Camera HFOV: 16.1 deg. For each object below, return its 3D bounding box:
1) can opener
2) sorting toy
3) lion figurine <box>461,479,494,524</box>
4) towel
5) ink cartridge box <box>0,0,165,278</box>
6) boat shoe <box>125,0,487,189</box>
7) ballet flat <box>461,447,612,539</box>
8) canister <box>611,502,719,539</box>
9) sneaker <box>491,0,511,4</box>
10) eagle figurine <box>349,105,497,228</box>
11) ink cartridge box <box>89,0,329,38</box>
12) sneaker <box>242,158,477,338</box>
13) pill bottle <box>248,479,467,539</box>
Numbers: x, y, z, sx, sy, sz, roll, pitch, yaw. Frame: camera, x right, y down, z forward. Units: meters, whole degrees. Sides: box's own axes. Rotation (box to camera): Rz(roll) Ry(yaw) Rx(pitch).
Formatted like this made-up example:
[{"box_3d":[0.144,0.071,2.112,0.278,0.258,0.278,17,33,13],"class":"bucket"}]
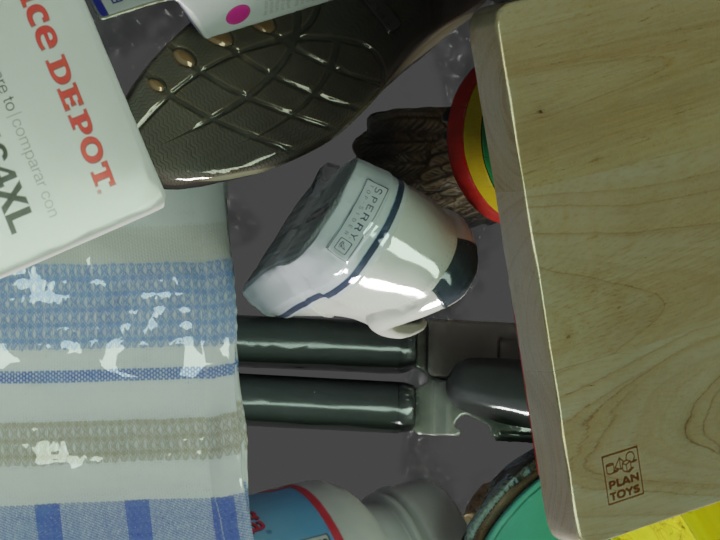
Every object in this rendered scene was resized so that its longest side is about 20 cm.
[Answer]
[{"box_3d":[0.010,0.043,1.121,0.199,0.066,0.053,2,75,-2],"class":"can opener"},{"box_3d":[0.126,-0.018,0.993,0.199,0.069,0.200,-14,99,-32],"class":"sorting toy"},{"box_3d":[0.148,0.135,1.244,0.199,0.073,0.123,-16,117,-11],"class":"lion figurine"},{"box_3d":[-0.116,0.037,1.061,0.146,0.024,0.201,-1,80,-23],"class":"towel"},{"box_3d":[-0.196,-0.053,0.983,0.199,0.084,0.147,-25,97,-20],"class":"ink cartridge box"},{"box_3d":[-0.022,-0.087,1.083,0.200,0.073,0.075,-33,83,-27],"class":"boat shoe"},{"box_3d":[0.110,0.095,1.173,0.199,0.074,0.075,-28,117,-29],"class":"ballet flat"},{"box_3d":[0.223,0.098,1.115,0.199,0.087,0.149,-27,76,-19],"class":"canister"},{"box_3d":[0.060,-0.192,1.017,0.080,0.074,0.201,-17,79,-22],"class":"sneaker"},{"box_3d":[0.104,-0.083,1.136,0.200,0.151,0.152,-51,149,-20],"class":"eagle figurine"},{"box_3d":[-0.033,-0.152,1.053,0.199,0.095,0.037,-17,145,-21],"class":"ink cartridge box"},{"box_3d":[0.000,0.000,1.059,0.071,0.200,0.073,34,86,-7],"class":"sneaker"},{"box_3d":[-0.049,0.156,1.133,0.199,0.109,0.109,-13,111,-26],"class":"pill bottle"}]
